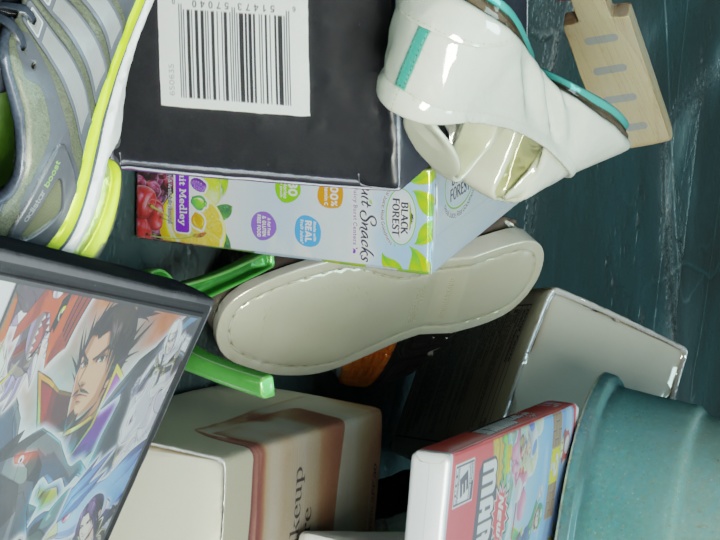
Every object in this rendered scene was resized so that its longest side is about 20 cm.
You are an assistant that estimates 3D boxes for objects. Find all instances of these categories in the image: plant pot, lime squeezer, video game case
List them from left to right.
[{"bbox_3d":[-0.134,0.080,0.853,0.182,0.025,0.200,-66,160,2],"label":"video game case"},{"bbox_3d":[-0.072,0.026,1.004,0.200,0.070,0.038,-100,-158,-76],"label":"lime squeezer"},{"bbox_3d":[0.053,0.135,0.984,0.200,0.017,0.144,-8,104,-71],"label":"video game case"},{"bbox_3d":[0.197,0.159,1.097,0.200,0.194,0.202,7,90,-74],"label":"plant pot"}]

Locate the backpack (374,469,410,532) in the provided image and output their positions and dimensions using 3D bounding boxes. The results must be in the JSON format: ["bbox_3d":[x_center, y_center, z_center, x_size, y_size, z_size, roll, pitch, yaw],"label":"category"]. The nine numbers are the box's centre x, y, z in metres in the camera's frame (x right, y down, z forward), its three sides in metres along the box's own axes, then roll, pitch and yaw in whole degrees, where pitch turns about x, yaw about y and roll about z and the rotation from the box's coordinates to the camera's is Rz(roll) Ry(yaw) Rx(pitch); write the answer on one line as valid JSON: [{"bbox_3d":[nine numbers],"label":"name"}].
[{"bbox_3d":[0.034,0.229,1.251,0.167,0.126,0.201,63,10,-46],"label":"backpack"}]

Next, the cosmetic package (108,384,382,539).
[{"bbox_3d":[-0.064,0.113,1.050,0.200,0.087,0.104,-11,108,-70],"label":"cosmetic package"}]

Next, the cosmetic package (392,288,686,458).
[{"bbox_3d":[0.095,0.073,1.317,0.200,0.087,0.104,176,-64,-77],"label":"cosmetic package"}]

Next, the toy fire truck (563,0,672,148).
[{"bbox_3d":[0.074,-0.157,1.169,0.128,0.175,0.202,-3,85,-51],"label":"toy fire truck"}]

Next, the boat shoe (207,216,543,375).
[{"bbox_3d":[0.000,0.000,1.174,0.199,0.060,0.072,-12,136,-35],"label":"boat shoe"}]

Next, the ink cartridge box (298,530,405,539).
[{"bbox_3d":[0.015,0.223,1.064,0.145,0.083,0.202,18,81,-71],"label":"ink cartridge box"}]

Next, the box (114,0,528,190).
[{"bbox_3d":[-0.019,-0.114,1.028,0.200,0.147,0.105,-39,131,-63],"label":"box"}]

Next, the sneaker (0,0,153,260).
[{"bbox_3d":[-0.121,-0.094,0.863,0.081,0.073,0.202,12,82,-67],"label":"sneaker"}]

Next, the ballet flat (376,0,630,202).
[{"bbox_3d":[0.053,-0.063,0.951,0.200,0.069,0.070,28,69,-65],"label":"ballet flat"}]

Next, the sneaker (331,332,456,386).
[{"bbox_3d":[0.021,-0.035,1.283,0.075,0.092,0.201,5,114,-40],"label":"sneaker"}]

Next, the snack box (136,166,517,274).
[{"bbox_3d":[-0.001,-0.053,1.105,0.200,0.141,0.053,-36,129,-64],"label":"snack box"}]
